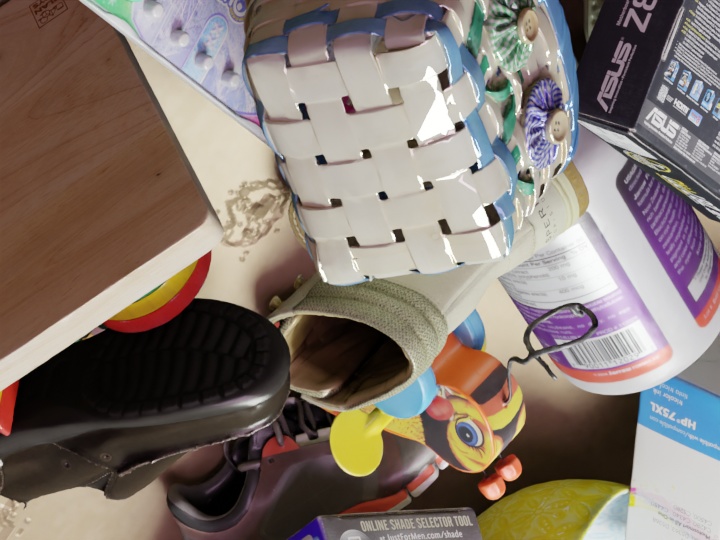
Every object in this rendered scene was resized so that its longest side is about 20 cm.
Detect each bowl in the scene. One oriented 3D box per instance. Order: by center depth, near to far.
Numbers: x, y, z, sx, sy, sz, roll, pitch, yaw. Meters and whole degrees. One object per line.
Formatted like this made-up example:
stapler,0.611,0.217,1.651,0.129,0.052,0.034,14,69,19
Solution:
bowl,0.085,0.208,1.361,0.107,0.200,0.201,17,124,22

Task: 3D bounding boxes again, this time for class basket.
basket,0.026,-0.098,1.027,0.138,0.201,0.177,-11,126,15

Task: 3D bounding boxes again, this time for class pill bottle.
pill bottle,0.112,-0.037,1.230,0.111,0.112,0.200,-33,125,4

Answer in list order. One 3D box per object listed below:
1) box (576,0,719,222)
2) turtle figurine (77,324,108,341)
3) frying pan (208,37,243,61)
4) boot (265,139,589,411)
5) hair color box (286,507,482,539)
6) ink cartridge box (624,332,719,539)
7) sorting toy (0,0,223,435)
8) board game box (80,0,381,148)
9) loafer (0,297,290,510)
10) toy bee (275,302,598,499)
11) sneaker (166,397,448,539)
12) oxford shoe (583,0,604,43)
box,0.189,-0.118,1.163,0.200,0.049,0.162,25,88,-56
turtle figurine,-0.122,0.031,1.202,0.149,0.101,0.200,19,124,-42
frying pan,-0.116,-0.141,1.088,0.189,0.115,0.031,26,108,-29
boot,0.000,0.000,1.136,0.155,0.199,0.072,-46,116,-31
hair color box,-0.025,0.201,1.296,0.109,0.065,0.200,1,150,-36
ink cartridge box,0.214,0.127,1.361,0.116,0.067,0.201,-31,135,-43
sorting toy,-0.172,-0.017,1.105,0.199,0.199,0.070,-33,140,4
board game box,-0.029,-0.173,1.050,0.200,0.026,0.201,36,76,-48
loafer,-0.111,0.068,1.106,0.199,0.073,0.071,-11,133,30
toy bee,0.039,0.072,1.225,0.130,0.200,0.109,-28,118,-22
sneaker,-0.023,0.102,1.297,0.200,0.077,0.082,-36,118,5
oxford shoe,0.152,-0.200,1.180,0.075,0.058,0.201,10,107,13
